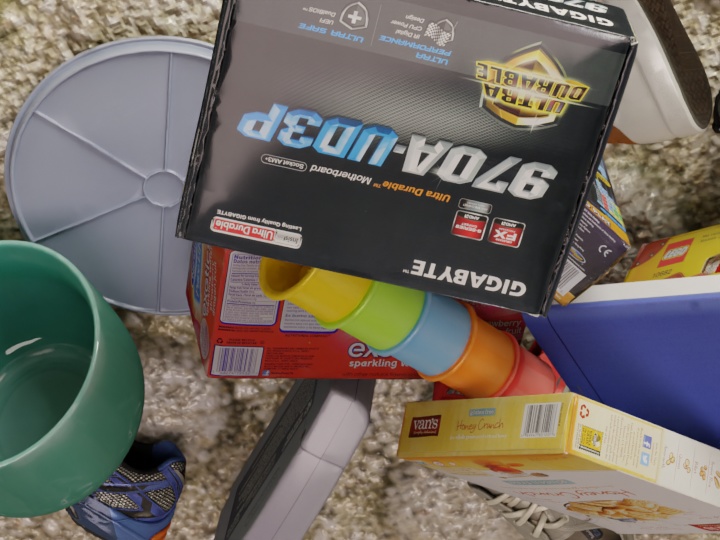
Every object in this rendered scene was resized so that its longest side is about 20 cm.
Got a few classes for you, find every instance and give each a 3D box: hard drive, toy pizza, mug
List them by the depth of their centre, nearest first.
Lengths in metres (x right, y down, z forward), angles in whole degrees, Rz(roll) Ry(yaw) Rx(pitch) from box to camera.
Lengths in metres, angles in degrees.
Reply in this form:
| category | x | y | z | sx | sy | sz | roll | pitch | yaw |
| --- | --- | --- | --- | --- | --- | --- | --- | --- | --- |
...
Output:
| category | x | y | z | sx | sy | sz | roll | pitch | yaw |
| --- | --- | --- | --- | --- | --- | --- | --- | --- | --- |
| hard drive | 0.204 | 0.057 | 0.977 | 0.199 | 0.025 | 0.132 | -6 | 131 | 43 |
| toy pizza | -0.121 | -0.059 | 1.069 | 0.198 | 0.032 | 0.202 | -1 | 124 | -1 |
| mug | -0.210 | 0.061 | 1.071 | 0.151 | 0.187 | 0.115 | -5 | 151 | 14 |

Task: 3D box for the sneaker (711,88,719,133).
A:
| category | x | y | z | sx | sy | sz | roll | pitch | yaw |
| --- | --- | --- | --- | --- | --- | --- | --- | --- | --- |
| sneaker | 0.251 | -0.071 | 1.010 | 0.097 | 0.071 | 0.202 | -20 | 124 | -26 |

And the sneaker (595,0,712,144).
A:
| category | x | y | z | sx | sy | sz | roll | pitch | yaw |
| --- | --- | --- | --- | --- | --- | --- | --- | --- | --- |
| sneaker | 0.127 | -0.158 | 0.977 | 0.084 | 0.073 | 0.201 | -12 | 112 | 34 |

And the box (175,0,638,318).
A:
| category | x | y | z | sx | sy | sz | roll | pitch | yaw |
| --- | --- | --- | --- | --- | --- | --- | --- | --- | --- |
| box | 0.019 | -0.073 | 0.852 | 0.198 | 0.046 | 0.160 | 13 | 117 | -7 |

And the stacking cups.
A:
| category | x | y | z | sx | sy | sz | roll | pitch | yaw |
| --- | --- | --- | --- | --- | --- | --- | --- | --- | --- |
| stacking cups | 0.031 | 0.034 | 0.980 | 0.060 | 0.061 | 0.199 | -39 | 127 | 23 |

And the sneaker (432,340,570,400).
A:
| category | x | y | z | sx | sy | sz | roll | pitch | yaw |
| --- | --- | --- | --- | --- | --- | --- | --- | --- | --- |
| sneaker | 0.142 | 0.078 | 1.123 | 0.198 | 0.086 | 0.077 | -9 | 164 | -10 |

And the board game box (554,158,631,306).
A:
| category | x | y | z | sx | sy | sz | roll | pitch | yaw |
| --- | --- | --- | --- | --- | --- | --- | --- | --- | --- |
| board game box | 0.057 | -0.094 | 0.962 | 0.200 | 0.166 | 0.057 | 39 | 113 | -20 |

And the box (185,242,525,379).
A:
| category | x | y | z | sx | sy | sz | roll | pitch | yaw |
| --- | --- | --- | --- | --- | --- | --- | --- | --- | --- |
| box | 0.000 | 0.000 | 1.040 | 0.198 | 0.096 | 0.100 | 1 | 123 | -16 |

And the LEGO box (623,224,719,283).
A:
| category | x | y | z | sx | sy | sz | roll | pitch | yaw |
| --- | --- | --- | --- | --- | --- | --- | --- | --- | --- |
| LEGO box | 0.268 | 0.041 | 0.999 | 0.199 | 0.077 | 0.149 | -15 | 124 | 48 |

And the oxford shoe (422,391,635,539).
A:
| category | x | y | z | sx | sy | sz | roll | pitch | yaw |
| --- | --- | --- | --- | --- | --- | --- | --- | --- | --- |
| oxford shoe | 0.119 | 0.150 | 1.176 | 0.075 | 0.058 | 0.200 | -37 | 111 | 26 |

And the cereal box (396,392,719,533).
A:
| category | x | y | z | sx | sy | sz | roll | pitch | yaw |
| --- | --- | --- | --- | --- | --- | --- | --- | --- | --- |
| cereal box | 0.141 | 0.118 | 1.014 | 0.199 | 0.040 | 0.143 | 23 | 160 | -35 |

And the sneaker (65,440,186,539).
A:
| category | x | y | z | sx | sy | sz | roll | pitch | yaw |
| --- | --- | --- | --- | --- | --- | --- | --- | --- | --- |
| sneaker | -0.206 | 0.116 | 1.168 | 0.199 | 0.075 | 0.079 | 26 | 111 | -22 |

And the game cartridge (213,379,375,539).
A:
| category | x | y | z | sx | sy | sz | roll | pitch | yaw |
| --- | --- | --- | --- | --- | --- | --- | --- | --- | --- |
| game cartridge | -0.045 | 0.129 | 1.125 | 0.041 | 0.134 | 0.201 | 24 | 120 | -13 |
